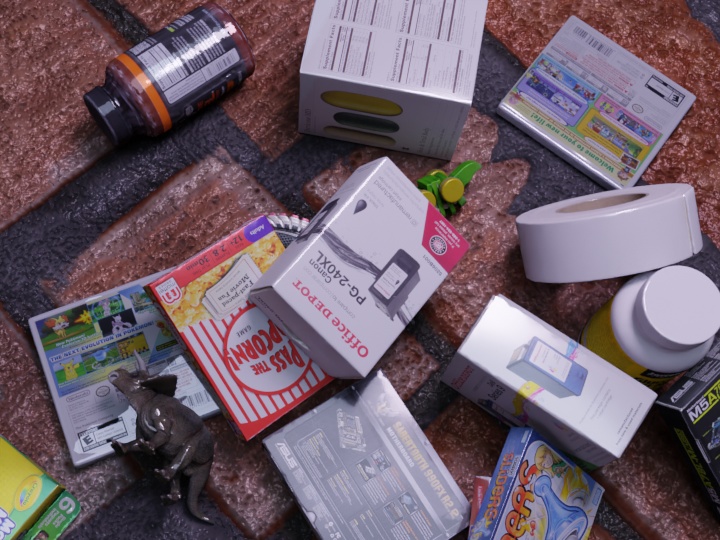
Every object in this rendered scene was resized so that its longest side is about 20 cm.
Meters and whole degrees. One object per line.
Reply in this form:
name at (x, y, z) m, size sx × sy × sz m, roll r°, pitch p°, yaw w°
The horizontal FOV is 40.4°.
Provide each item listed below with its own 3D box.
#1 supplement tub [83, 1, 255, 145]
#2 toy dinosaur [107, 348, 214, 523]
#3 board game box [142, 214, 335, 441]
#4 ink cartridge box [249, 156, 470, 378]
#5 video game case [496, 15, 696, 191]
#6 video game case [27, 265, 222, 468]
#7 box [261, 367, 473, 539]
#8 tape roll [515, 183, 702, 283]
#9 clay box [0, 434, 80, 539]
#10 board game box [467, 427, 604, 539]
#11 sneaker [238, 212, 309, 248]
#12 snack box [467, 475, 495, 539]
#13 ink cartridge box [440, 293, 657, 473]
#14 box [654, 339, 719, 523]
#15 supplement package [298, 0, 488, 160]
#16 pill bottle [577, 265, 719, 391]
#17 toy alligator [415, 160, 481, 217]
supplement tub at (-0.235, -0.235, 1.196) m, size 0.200 × 0.107 × 0.107 m, roll -36°, pitch 77°, yaw -15°
toy dinosaur at (-0.195, 0.182, 1.041) m, size 0.200 × 0.077 × 0.102 m, roll 51°, pitch 44°, yaw -12°
board game box at (-0.121, 0.062, 1.082) m, size 0.151 × 0.046 × 0.200 m, roll -35°, pitch 100°, yaw -20°
ink cartridge box at (0.000, 0.000, 1.067) m, size 0.145 × 0.083 × 0.200 m, roll 45°, pitch 69°, yaw -14°
video game case at (0.308, -0.216, 1.276) m, size 0.200 × 0.022 × 0.182 m, roll 36°, pitch 71°, yaw 8°
video game case at (-0.254, 0.103, 1.114) m, size 0.200 × 0.022 × 0.182 m, roll -20°, pitch 73°, yaw -11°
box at (0.008, 0.232, 1.073) m, size 0.158 × 0.048 × 0.200 m, roll -30°, pitch 75°, yaw -15°
tape roll at (0.281, -0.044, 1.111) m, size 0.202 × 0.202 × 0.071 m, roll -13°, pitch 98°, yaw -9°
clay box at (-0.409, 0.231, 1.041) m, size 0.200 × 0.048 × 0.115 m, roll 36°, pitch 72°, yaw 9°
board game box at (0.176, 0.285, 1.028) m, size 0.135 × 0.034 × 0.200 m, roll 40°, pitch 61°, yaw -27°
sneaker at (-0.051, -0.010, 1.141) m, size 0.200 × 0.081 × 0.075 m, roll 18°, pitch 72°, yaw 2°
snack box at (0.141, 0.324, 1.035) m, size 0.072 × 0.024 × 0.200 m, roll 21°, pitch 70°, yaw -37°
ink cartridge box at (0.198, 0.127, 1.075) m, size 0.200 × 0.145 × 0.088 m, roll 35°, pitch 73°, yaw 7°
box at (0.442, 0.159, 1.086) m, size 0.200 × 0.048 × 0.193 m, roll -39°, pitch 109°, yaw -16°
supplement package at (0.036, -0.248, 1.196) m, size 0.200 × 0.152 × 0.151 m, roll 11°, pitch 70°, yaw -1°
pill bottle at (0.317, 0.068, 1.077) m, size 0.112 × 0.200 × 0.112 m, roll 1°, pitch 70°, yaw -4°
toy alligator at (0.063, -0.074, 1.190) m, size 0.200 × 0.059 × 0.054 m, roll -25°, pitch 114°, yaw -13°
